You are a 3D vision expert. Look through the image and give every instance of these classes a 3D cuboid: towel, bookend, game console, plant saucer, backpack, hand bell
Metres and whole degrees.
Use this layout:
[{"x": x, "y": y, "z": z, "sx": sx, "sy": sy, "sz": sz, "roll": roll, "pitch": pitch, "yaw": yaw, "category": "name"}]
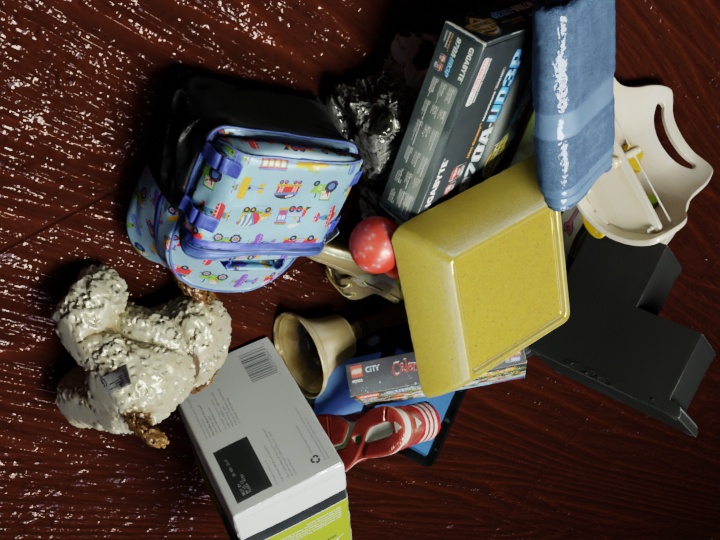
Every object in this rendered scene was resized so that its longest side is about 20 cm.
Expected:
[{"x": 0.192, "y": -0.163, "z": 0.839, "sx": 0.112, "sy": 0.048, "sz": 0.201, "roll": -41, "pitch": 135, "yaw": -39, "category": "towel"}, {"x": 0.340, "y": 0.057, "z": 1.094, "sx": 0.092, "sy": 0.198, "sz": 0.201, "roll": 35, "pitch": 81, "yaw": -51, "category": "bookend"}, {"x": 0.023, "y": 0.174, "z": 1.195, "sx": 0.175, "sy": 0.117, "sz": 0.201, "roll": -9, "pitch": 133, "yaw": -31, "category": "game console"}, {"x": 0.137, "y": 0.013, "z": 0.913, "sx": 0.199, "sy": 0.048, "sz": 0.201, "roll": -28, "pitch": 124, "yaw": -24, "category": "plant saucer"}, {"x": -0.113, "y": -0.059, "z": 0.840, "sx": 0.181, "sy": 0.135, "sz": 0.201, "roll": 4, "pitch": 128, "yaw": -41, "category": "backpack"}, {"x": 0.005, "y": 0.066, "z": 1.106, "sx": 0.199, "sy": 0.104, "sz": 0.105, "roll": -22, "pitch": 140, "yaw": -33, "category": "hand bell"}]

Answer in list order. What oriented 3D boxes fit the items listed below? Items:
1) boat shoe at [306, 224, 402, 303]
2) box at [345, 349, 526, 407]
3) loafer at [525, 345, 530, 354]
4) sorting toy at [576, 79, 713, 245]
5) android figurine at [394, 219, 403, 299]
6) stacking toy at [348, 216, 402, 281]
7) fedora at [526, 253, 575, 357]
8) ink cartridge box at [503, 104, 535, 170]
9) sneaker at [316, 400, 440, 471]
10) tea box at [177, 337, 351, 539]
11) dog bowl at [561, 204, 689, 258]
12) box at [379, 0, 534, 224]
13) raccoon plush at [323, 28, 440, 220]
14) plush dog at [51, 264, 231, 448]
[{"x": 0.000, "y": 0.000, "z": 1.035, "sx": 0.199, "sy": 0.074, "sz": 0.067, "roll": 18, "pitch": 112, "yaw": -46, "category": "boat shoe"}, {"x": 0.092, "y": 0.118, "z": 1.070, "sx": 0.198, "sy": 0.038, "sz": 0.137, "roll": -12, "pitch": 166, "yaw": 7, "category": "box"}, {"x": 0.174, "y": 0.048, "z": 1.086, "sx": 0.072, "sy": 0.063, "sz": 0.201, "roll": -30, "pitch": 134, "yaw": -2, "category": "loafer"}, {"x": 0.334, "y": -0.140, "z": 1.093, "sx": 0.179, "sy": 0.201, "sz": 0.107, "roll": -24, "pitch": 175, "yaw": -25, "category": "sorting toy"}, {"x": 0.093, "y": -0.053, "z": 1.028, "sx": 0.182, "sy": 0.041, "sz": 0.201, "roll": -52, "pitch": 140, "yaw": -24, "category": "android figurine"}, {"x": 0.066, "y": -0.009, "z": 0.925, "sx": 0.199, "sy": 0.086, "sz": 0.086, "roll": 12, "pitch": 121, "yaw": -45, "category": "stacking toy"}, {"x": 0.186, "y": 0.034, "z": 1.193, "sx": 0.199, "sy": 0.092, "sz": 0.202, "roll": -15, "pitch": 133, "yaw": -17, "category": "fedora"}, {"x": 0.193, "y": -0.149, "z": 0.991, "sx": 0.146, "sy": 0.048, "sz": 0.201, "roll": -63, "pitch": 176, "yaw": -56, "category": "ink cartridge box"}, {"x": 0.020, "y": 0.211, "z": 1.164, "sx": 0.115, "sy": 0.079, "sz": 0.199, "roll": 3, "pitch": 168, "yaw": -43, "category": "sneaker"}, {"x": -0.114, "y": 0.228, "z": 1.074, "sx": 0.133, "sy": 0.200, "sz": 0.198, "roll": -22, "pitch": 141, "yaw": -17, "category": "tea box"}, {"x": 0.339, "y": -0.072, "z": 1.228, "sx": 0.199, "sy": 0.074, "sz": 0.201, "roll": -22, "pitch": 140, "yaw": -19, "category": "dog bowl"}, {"x": 0.107, "y": -0.151, "z": 0.869, "sx": 0.159, "sy": 0.046, "sz": 0.201, "roll": -29, "pitch": 148, "yaw": -45, "category": "box"}, {"x": 0.042, "y": -0.147, "z": 0.920, "sx": 0.133, "sy": 0.097, "sz": 0.201, "roll": -33, "pitch": 152, "yaw": -19, "category": "raccoon plush"}, {"x": -0.199, "y": 0.084, "z": 0.927, "sx": 0.171, "sy": 0.160, "sz": 0.201, "roll": -36, "pitch": 149, "yaw": -42, "category": "plush dog"}]
